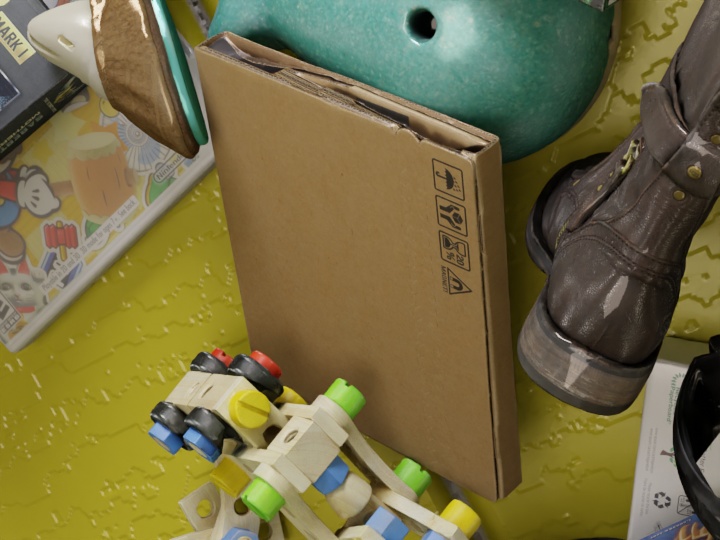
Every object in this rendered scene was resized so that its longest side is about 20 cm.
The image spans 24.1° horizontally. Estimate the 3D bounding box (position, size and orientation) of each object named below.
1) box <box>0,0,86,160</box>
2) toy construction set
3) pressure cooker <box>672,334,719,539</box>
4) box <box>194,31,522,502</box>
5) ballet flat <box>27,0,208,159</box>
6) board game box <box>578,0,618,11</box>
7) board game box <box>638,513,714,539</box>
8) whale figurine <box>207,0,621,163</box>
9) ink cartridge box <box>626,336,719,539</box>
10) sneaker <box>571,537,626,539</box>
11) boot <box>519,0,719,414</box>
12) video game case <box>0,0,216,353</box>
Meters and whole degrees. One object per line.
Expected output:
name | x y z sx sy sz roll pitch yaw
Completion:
box | -0.251 -0.125 0.822 0.158 0.051 0.200 -41 90 -4
toy construction set | -0.039 0.105 0.837 0.131 0.092 0.200 44 149 -15
pressure cooker | 0.218 0.060 0.629 0.198 0.176 0.180 -13 69 2
box | 0.000 0.000 0.777 0.163 0.021 0.201 25 139 34
ballet flat | -0.125 -0.141 0.787 0.072 0.068 0.202 -13 81 -1
board game box | 0.046 -0.170 0.692 0.199 0.105 0.024 31 133 27
board game box | 0.145 0.221 0.788 0.135 0.035 0.201 -24 113 -1
whale figurine | 0.012 -0.116 0.747 0.199 0.104 0.160 13 106 21
ink cartridge box | 0.226 0.098 0.769 0.199 0.039 0.100 12 111 20
sneaker | 0.056 0.210 0.856 0.199 0.084 0.122 -13 92 24
boot | 0.128 -0.052 0.661 0.069 0.200 0.175 23 118 -3
video game case | -0.179 -0.082 0.886 0.200 0.023 0.182 -40 89 28
